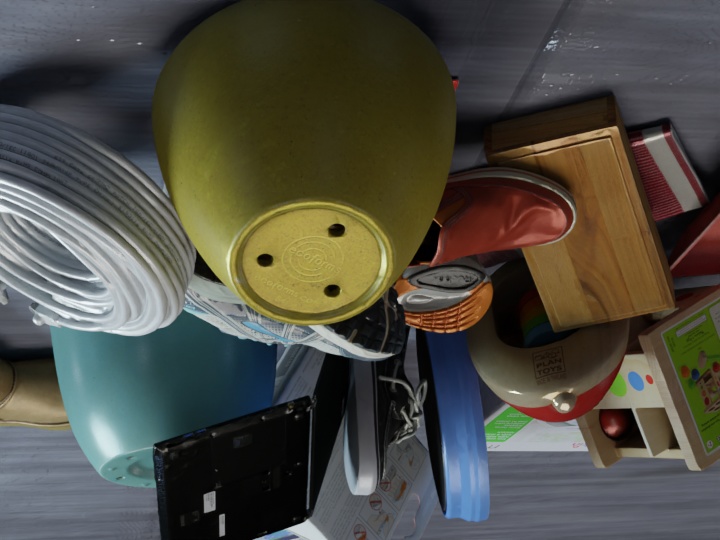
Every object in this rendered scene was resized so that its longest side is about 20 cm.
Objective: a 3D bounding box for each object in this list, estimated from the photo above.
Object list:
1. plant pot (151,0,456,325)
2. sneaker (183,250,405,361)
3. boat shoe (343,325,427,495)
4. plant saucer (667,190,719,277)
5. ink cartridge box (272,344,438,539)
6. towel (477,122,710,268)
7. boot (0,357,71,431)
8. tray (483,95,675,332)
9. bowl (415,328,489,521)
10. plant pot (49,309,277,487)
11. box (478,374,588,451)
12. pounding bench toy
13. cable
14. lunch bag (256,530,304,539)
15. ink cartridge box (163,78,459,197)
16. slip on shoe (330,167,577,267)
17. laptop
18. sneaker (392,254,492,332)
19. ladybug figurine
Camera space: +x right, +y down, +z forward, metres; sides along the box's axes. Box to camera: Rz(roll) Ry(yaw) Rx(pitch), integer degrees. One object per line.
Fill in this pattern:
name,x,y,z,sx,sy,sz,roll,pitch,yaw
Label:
plant pot,-0.032,-0.050,1.131,0.198,0.143,0.201,-2,133,-3
sneaker,-0.061,0.018,1.345,0.199,0.078,0.086,23,145,-18
boat shoe,0.022,0.115,1.592,0.067,0.200,0.074,7,127,-5
plant saucer,0.362,-0.052,1.469,0.198,0.037,0.200,-4,159,-13
ink cartridge box,-0.020,0.179,1.644,0.047,0.161,0.200,-21,118,43
towel,0.163,-0.060,1.430,0.198,0.023,0.144,-15,155,18
boot,-0.324,0.088,1.609,0.173,0.067,0.200,-11,157,12
tray,0.166,-0.037,1.365,0.098,0.037,0.201,-12,136,15
bowl,0.080,0.123,1.618,0.039,0.203,0.201,-7,159,-2
plant pot,-0.159,0.088,1.520,0.198,0.162,0.201,-6,159,-2
box,0.198,0.102,1.747,0.198,0.098,0.177,2,155,-23
pounding bench toy,0.290,0.074,1.597,0.199,0.125,0.156,-28,-170,-30
cable,-0.201,-0.030,1.227,0.199,0.070,0.200,13,151,31
lunch bag,-0.052,0.202,1.782,0.200,0.127,0.170,-43,159,-11
ink cartridge box,-0.038,-0.075,1.303,0.198,0.045,0.176,-3,159,-10
slip on shoe,0.060,-0.031,1.295,0.198,0.062,0.074,-1,135,-14
laptop,-0.082,0.124,1.457,0.198,0.104,0.178,-16,143,-15
sneaker,0.000,0.000,1.416,0.198,0.092,0.076,6,118,-6
ladybug figurine,0.157,0.058,1.490,0.134,0.201,0.072,-14,123,11
